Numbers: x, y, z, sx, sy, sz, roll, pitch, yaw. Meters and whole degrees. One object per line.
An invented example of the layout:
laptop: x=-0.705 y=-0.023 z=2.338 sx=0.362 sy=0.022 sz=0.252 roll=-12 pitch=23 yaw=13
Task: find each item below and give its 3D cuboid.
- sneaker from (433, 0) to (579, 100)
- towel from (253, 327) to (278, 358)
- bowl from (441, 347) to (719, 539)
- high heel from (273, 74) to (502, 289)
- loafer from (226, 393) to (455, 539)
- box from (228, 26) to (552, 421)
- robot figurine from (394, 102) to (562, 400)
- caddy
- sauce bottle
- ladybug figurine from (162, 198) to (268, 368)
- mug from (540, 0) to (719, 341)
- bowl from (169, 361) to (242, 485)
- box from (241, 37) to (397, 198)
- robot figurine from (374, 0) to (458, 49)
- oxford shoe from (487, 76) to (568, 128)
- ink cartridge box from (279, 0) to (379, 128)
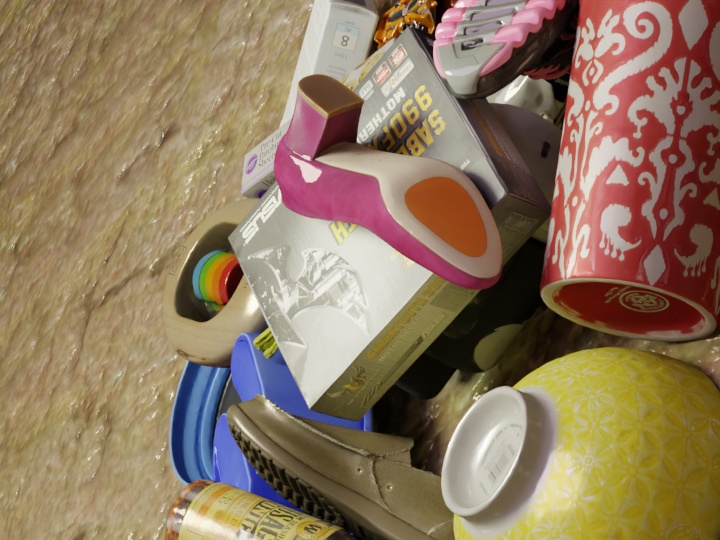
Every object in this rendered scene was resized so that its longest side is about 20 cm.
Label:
sneaker: x=0.116 y=-0.151 z=1.437 sx=0.078 sy=0.096 sz=0.200 roll=5 pitch=35 yaw=34
towel: x=0.000 y=0.000 z=1.614 sx=0.086 sy=0.018 sz=0.200 roll=-38 pitch=0 yaw=35
bowl: x=0.112 y=0.125 z=1.315 sx=0.200 sy=0.107 sz=0.201 roll=-43 pitch=33 yaw=37
high heel: x=0.013 y=-0.029 z=1.371 sx=0.200 sy=0.067 sz=0.096 roll=41 pitch=137 yaw=31
loafer: x=0.003 y=0.134 z=1.458 sx=0.068 sy=0.199 sz=0.076 roll=-53 pitch=-13 yaw=-19
box: x=0.014 y=-0.029 z=1.435 sx=0.200 sy=0.048 sz=0.159 roll=-48 pitch=47 yaw=24
robot figurine: x=0.069 y=-0.016 z=1.497 sx=0.201 sy=0.124 sz=0.150 roll=-55 pitch=51 yaw=17
caddy: x=-0.038 y=0.128 z=1.594 sx=0.200 sy=0.104 sz=0.142 roll=-111 pitch=31 yaw=-62
sauce bottle: x=-0.034 y=0.190 z=1.451 sx=0.199 sy=0.066 sz=0.066 roll=15 pitch=78 yaw=31
ladybug figurine: x=-0.088 y=0.015 z=1.731 sx=0.137 sy=0.072 sz=0.200 roll=-64 pitch=26 yaw=-3
mug: x=0.186 y=-0.061 z=1.369 sx=0.132 sy=0.178 sz=0.202 roll=5 pitch=71 yaw=22
bowl: x=-0.082 y=0.084 z=1.783 sx=0.200 sy=0.039 sz=0.202 roll=-42 pitch=34 yaw=37
box: x=-0.020 y=-0.108 z=1.711 sx=0.200 sy=0.039 sz=0.042 roll=-34 pitch=41 yaw=45
robot figurine: x=0.050 y=-0.144 z=1.725 sx=0.145 sy=0.058 sz=0.201 roll=-34 pitch=39 yaw=43
oxford shoe: x=0.108 y=-0.105 z=1.583 sx=0.058 sy=0.075 sz=0.201 roll=42 pitch=109 yaw=26
ink cartridge box: x=-0.033 y=-0.135 z=1.863 sx=0.160 sy=0.047 sz=0.202 roll=-102 pitch=25 yaw=-74
